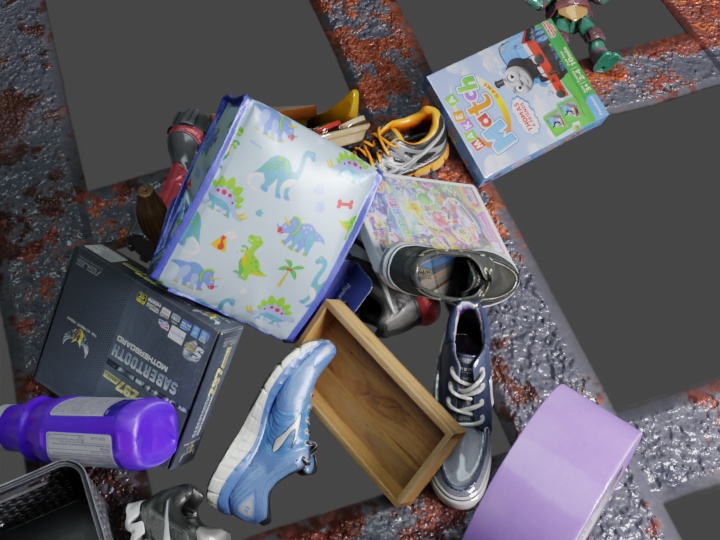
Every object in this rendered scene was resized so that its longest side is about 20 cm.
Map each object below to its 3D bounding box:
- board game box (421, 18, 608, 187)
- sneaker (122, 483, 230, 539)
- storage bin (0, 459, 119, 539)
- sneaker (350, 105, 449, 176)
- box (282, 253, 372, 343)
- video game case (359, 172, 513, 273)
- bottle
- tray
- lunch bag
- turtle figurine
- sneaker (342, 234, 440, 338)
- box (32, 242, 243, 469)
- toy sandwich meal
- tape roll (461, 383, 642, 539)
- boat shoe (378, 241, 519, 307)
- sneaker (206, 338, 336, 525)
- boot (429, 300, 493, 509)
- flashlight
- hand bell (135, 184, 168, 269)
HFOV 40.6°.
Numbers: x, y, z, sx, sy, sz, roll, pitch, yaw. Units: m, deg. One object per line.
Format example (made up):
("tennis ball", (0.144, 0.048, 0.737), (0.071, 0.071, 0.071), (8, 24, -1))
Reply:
("board game box", (0.198, -0.217, 1.251), (0.198, 0.037, 0.153), (-27, 81, -15))
("sneaker", (-0.154, 0.284, 0.902), (0.090, 0.067, 0.202), (-33, 56, 6))
("storage bin", (-0.283, 0.296, 0.887), (0.133, 0.094, 0.202), (-21, 57, -12))
("sneaker", (0.024, -0.141, 1.207), (0.198, 0.078, 0.078), (-33, 62, -19))
("box", (-0.079, -0.009, 1.097), (0.200, 0.032, 0.122), (49, 113, 29))
("video game case", (0.078, -0.052, 1.121), (0.197, 0.018, 0.145), (4, 49, -33))
("bottle", (-0.279, 0.158, 0.962), (0.196, 0.083, 0.067), (-2, 92, 24))
("tray", (0.008, 0.133, 1.004), (0.200, 0.037, 0.099), (45, 109, 26))
("lunch bag", (-0.099, -0.049, 0.978), (0.168, 0.127, 0.203), (25, 88, -21))
("turtle figurine", (0.294, -0.372, 1.353), (0.147, 0.101, 0.204), (-11, 70, 15))
("sneaker", (0.000, 0.000, 1.109), (0.097, 0.071, 0.201), (-30, 61, -22))
("box", (-0.234, 0.085, 1.009), (0.198, 0.160, 0.051), (29, 15, 20))
("toy sandwich meal", (-0.086, -0.175, 1.183), (0.201, 0.205, 0.072), (-14, 99, -9))
("tape roll", (0.169, 0.211, 0.879), (0.084, 0.202, 0.200), (30, 60, 21))
("boat shoe", (0.108, 0.009, 1.043), (0.197, 0.070, 0.056), (6, 7, -39))
("sneaker", (-0.073, 0.163, 0.985), (0.088, 0.079, 0.202), (28, 82, 5))
("boot", (0.102, 0.134, 1.002), (0.071, 0.091, 0.203), (1, 54, 1))
("flashlight", (-0.230, -0.106, 1.190), (0.066, 0.068, 0.202), (13, 55, 8))
("hand bell", (-0.210, -0.021, 1.047), (0.102, 0.202, 0.106), (0, 53, 0))
